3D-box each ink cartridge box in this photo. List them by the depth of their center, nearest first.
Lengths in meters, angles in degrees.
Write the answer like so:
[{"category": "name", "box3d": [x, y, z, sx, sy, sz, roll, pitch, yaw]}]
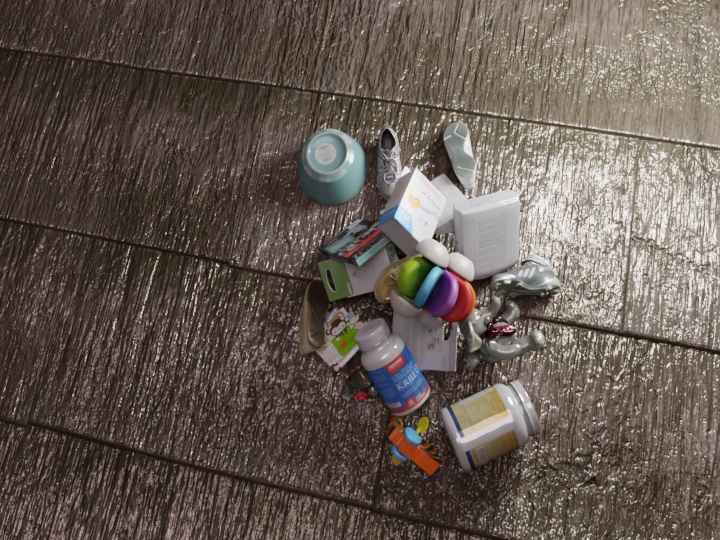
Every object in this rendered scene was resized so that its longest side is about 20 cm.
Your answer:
[{"category": "ink cartridge box", "box3d": [0.128, -0.151, 1.393, 0.114, 0.067, 0.204, 39, 55, -22]}, {"category": "ink cartridge box", "box3d": [0.158, 0.140, 1.437, 0.168, 0.043, 0.208, -2, 76, 27]}, {"category": "ink cartridge box", "box3d": [0.000, 0.000, 1.476, 0.195, 0.059, 0.107, -15, 99, 27]}, {"category": "ink cartridge box", "box3d": [0.166, -0.140, 1.491, 0.196, 0.051, 0.162, -32, 44, 1]}]

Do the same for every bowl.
[{"category": "bowl", "box3d": [-0.079, -0.286, 1.562, 0.193, 0.105, 0.209, -1, 77, 5]}]

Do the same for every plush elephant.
[{"category": "plush elephant", "box3d": [0.294, 0.129, 1.384, 0.197, 0.155, 0.167, -34, 34, 12]}]

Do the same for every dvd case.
[{"category": "dvd case", "box3d": [-0.005, -0.072, 1.455, 0.145, 0.198, 0.022, -39, 117, -21]}]

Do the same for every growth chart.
[{"category": "growth chart", "box3d": [-0.062, 0.156, 1.453, 0.146, 0.018, 0.198, -52, 41, -8]}]

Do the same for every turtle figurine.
[{"category": "turtle figurine", "box3d": [0.007, 0.238, 1.436, 0.146, 0.101, 0.204, -27, 67, -6]}]

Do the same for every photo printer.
[{"category": "photo printer", "box3d": [0.303, -0.076, 1.433, 0.161, 0.206, 0.070, -15, 32, -8]}]

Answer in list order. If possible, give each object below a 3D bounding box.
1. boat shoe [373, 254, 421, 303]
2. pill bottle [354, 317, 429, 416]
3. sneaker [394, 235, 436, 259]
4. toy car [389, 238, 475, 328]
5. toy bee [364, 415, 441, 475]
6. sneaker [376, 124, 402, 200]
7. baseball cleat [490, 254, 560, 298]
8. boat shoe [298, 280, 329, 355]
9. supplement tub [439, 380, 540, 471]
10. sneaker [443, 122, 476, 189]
[{"category": "boat shoe", "box3d": [0.114, 0.003, 1.391, 0.199, 0.062, 0.074, -40, 106, -15]}, {"category": "pill bottle", "box3d": [0.067, 0.216, 1.355, 0.110, 0.112, 0.203, -32, 104, -3]}, {"category": "sneaker", "box3d": [0.110, -0.026, 1.492, 0.196, 0.077, 0.150, -19, 73, 1]}, {"category": "toy car", "box3d": [0.172, 0.047, 1.303, 0.178, 0.196, 0.150, -59, 35, 11]}, {"category": "toy bee", "box3d": [0.104, 0.380, 1.393, 0.129, 0.109, 0.203, -31, 106, 11]}, {"category": "sneaker", "box3d": [0.069, -0.278, 1.547, 0.072, 0.082, 0.207, -10, 70, 8]}, {"category": "baseball cleat", "box3d": [0.388, 0.013, 1.438, 0.194, 0.070, 0.109, 8, 54, -23]}, {"category": "boat shoe", "box3d": [-0.123, 0.114, 1.471, 0.065, 0.071, 0.204, -39, 36, 35]}, {"category": "supplement tub", "box3d": [0.292, 0.347, 1.349, 0.195, 0.145, 0.148, -24, 75, 0]}, {"category": "sneaker", "box3d": [0.258, -0.297, 1.547, 0.068, 0.081, 0.206, -12, 57, 11]}]
